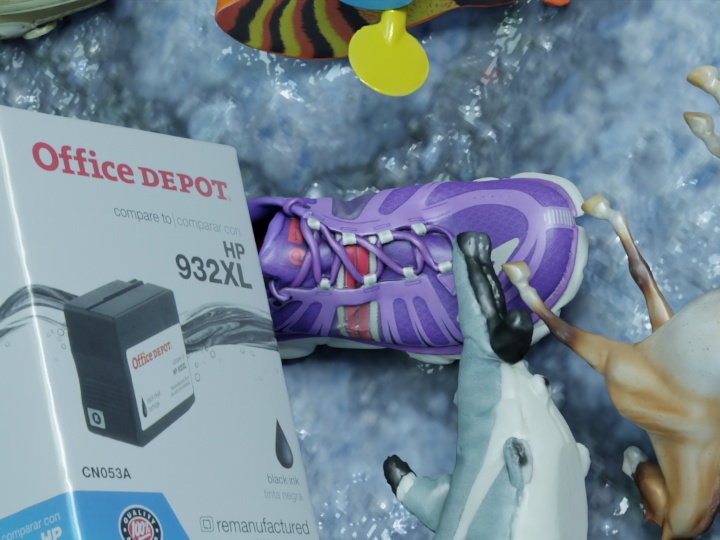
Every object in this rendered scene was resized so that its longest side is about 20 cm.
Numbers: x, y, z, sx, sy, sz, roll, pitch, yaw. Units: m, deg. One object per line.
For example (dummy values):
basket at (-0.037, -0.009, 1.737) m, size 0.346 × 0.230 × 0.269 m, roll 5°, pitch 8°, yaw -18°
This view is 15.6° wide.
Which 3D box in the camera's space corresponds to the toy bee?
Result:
toy bee at (0.032, -0.131, 1.121) m, size 0.200 × 0.108 × 0.132 m, roll -5°, pitch 60°, yaw 58°

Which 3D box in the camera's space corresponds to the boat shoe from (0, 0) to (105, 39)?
boat shoe at (-0.194, -0.139, 1.265) m, size 0.199 × 0.063 × 0.074 m, roll -7°, pitch 64°, yaw 19°

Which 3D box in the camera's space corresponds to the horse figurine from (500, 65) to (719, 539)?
horse figurine at (0.137, 0.008, 1.011) m, size 0.200 × 0.050 × 0.133 m, roll -46°, pitch 67°, yaw 38°

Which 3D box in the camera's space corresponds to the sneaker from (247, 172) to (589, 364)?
sneaker at (0.000, 0.000, 1.113) m, size 0.199 × 0.083 × 0.081 m, roll -9°, pitch 76°, yaw 25°

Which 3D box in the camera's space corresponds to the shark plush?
shark plush at (0.041, 0.086, 1.033) m, size 0.083 × 0.091 × 0.201 m, roll -7°, pitch 89°, yaw 28°

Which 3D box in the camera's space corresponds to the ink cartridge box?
ink cartridge box at (-0.103, 0.047, 1.039) m, size 0.083 × 0.145 × 0.201 m, roll -25°, pitch 70°, yaw 35°
